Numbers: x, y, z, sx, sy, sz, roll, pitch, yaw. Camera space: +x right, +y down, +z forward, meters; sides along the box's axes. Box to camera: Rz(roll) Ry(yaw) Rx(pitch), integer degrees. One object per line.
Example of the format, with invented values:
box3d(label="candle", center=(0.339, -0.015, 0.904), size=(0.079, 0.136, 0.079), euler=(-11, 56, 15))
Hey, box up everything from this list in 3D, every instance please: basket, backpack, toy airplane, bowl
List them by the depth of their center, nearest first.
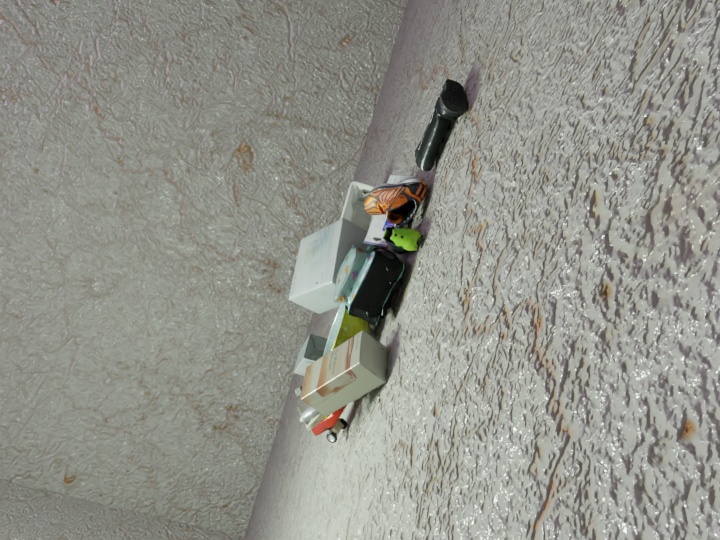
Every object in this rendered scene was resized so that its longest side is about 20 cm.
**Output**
box3d(label="backpack", center=(0.019, 0.024, 1.467), size=(0.200, 0.152, 0.177), euler=(-54, -14, -81))
box3d(label="toy airplane", center=(-0.076, 0.326, 1.524), size=(0.200, 0.141, 0.200), euler=(-55, -10, -13))
box3d(label="bowl", center=(-0.022, 0.181, 1.562), size=(0.200, 0.107, 0.202), euler=(-161, 90, -83))
box3d(label="basket", center=(0.001, -0.190, 2.096), size=(0.123, 0.134, 0.202), euler=(124, 161, -77))

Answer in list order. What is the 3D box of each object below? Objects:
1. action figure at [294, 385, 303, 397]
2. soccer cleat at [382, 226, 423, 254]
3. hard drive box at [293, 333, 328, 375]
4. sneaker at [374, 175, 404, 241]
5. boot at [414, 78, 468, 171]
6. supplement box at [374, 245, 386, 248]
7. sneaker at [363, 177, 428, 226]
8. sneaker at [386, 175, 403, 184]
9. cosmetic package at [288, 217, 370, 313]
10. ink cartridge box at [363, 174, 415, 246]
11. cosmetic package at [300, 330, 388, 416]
box3d(label="action figure", center=(-0.141, 0.402, 1.925), size=(0.102, 0.119, 0.200), euler=(-40, 2, -1))
box3d(label="soccer cleat", center=(0.091, -0.078, 1.419), size=(0.200, 0.080, 0.068), euler=(180, 107, -84))
box3d(label="hard drive box", center=(-0.107, 0.273, 1.798), size=(0.200, 0.155, 0.077), euler=(125, 161, -63))
box3d(label="sneaker", center=(0.102, -0.159, 1.633), size=(0.099, 0.074, 0.202), euler=(21, 92, 59))
box3d(label="boot", center=(0.177, -0.319, 1.383), size=(0.165, 0.065, 0.201), euler=(-70, 5, -52))
box3d(label="supplement box", center=(0.000, 0.000, 1.785), size=(0.110, 0.108, 0.202), euler=(127, 158, -67))
box3d(label="sneaker", center=(0.070, -0.158, 1.466), size=(0.199, 0.078, 0.113), euler=(-18, 36, 45))
box3d(label="sneaker", center=(0.083, -0.179, 1.724), size=(0.083, 0.070, 0.201), euler=(-147, 71, -75))
box3d(label="cosmetic package", center=(-0.083, -0.009, 1.663), size=(0.199, 0.122, 0.201), euler=(-23, 49, 45))
box3d(label="ink cartridge box", center=(0.084, -0.152, 1.561), size=(0.099, 0.039, 0.201), euler=(15, 80, 50))
box3d(label="cosmetic package", center=(-0.037, 0.237, 1.363), size=(0.200, 0.087, 0.104), euler=(-37, 28, 30))
